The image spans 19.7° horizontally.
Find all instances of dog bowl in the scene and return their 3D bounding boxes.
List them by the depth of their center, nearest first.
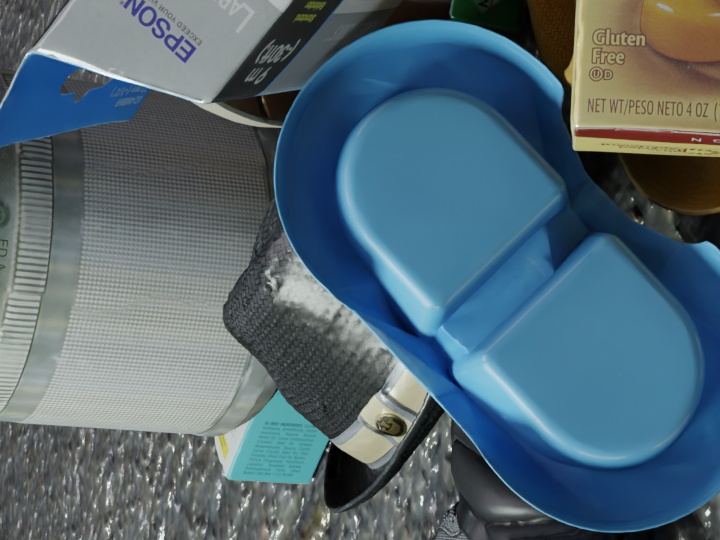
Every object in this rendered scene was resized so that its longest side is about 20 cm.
[{"bbox_3d":[0.055,0.004,0.734,0.111,0.200,0.050,-43,-3,-10],"label":"dog bowl"}]

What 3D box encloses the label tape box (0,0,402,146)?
[{"bbox_3d":[-0.028,-0.105,0.705,0.200,0.066,0.143,-52,-8,16],"label":"label tape box"}]

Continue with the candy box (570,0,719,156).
[{"bbox_3d":[0.127,-0.136,0.641,0.055,0.115,0.201,36,-123,-84],"label":"candy box"}]

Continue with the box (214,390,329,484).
[{"bbox_3d":[-0.024,0.005,1.024,0.201,0.049,0.082,-66,31,32],"label":"box"}]

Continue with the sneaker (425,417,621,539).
[{"bbox_3d":[0.046,0.111,0.831,0.200,0.075,0.114,-12,72,57],"label":"sneaker"}]

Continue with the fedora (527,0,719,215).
[{"bbox_3d":[0.111,-0.121,0.733,0.200,0.081,0.202,-174,90,-65],"label":"fedora"}]

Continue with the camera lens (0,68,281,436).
[{"bbox_3d":[-0.132,-0.008,0.961,0.160,0.199,0.161,-22,65,61],"label":"camera lens"}]

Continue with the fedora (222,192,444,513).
[{"bbox_3d":[0.000,0.000,0.854,0.201,0.091,0.201,-62,7,13],"label":"fedora"}]

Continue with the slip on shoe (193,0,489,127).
[{"bbox_3d":[-0.027,-0.101,0.878,0.060,0.200,0.076,15,103,41],"label":"slip on shoe"}]

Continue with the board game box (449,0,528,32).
[{"bbox_3d":[0.070,-0.198,0.829,0.135,0.029,0.201,-55,-25,-81],"label":"board game box"}]
